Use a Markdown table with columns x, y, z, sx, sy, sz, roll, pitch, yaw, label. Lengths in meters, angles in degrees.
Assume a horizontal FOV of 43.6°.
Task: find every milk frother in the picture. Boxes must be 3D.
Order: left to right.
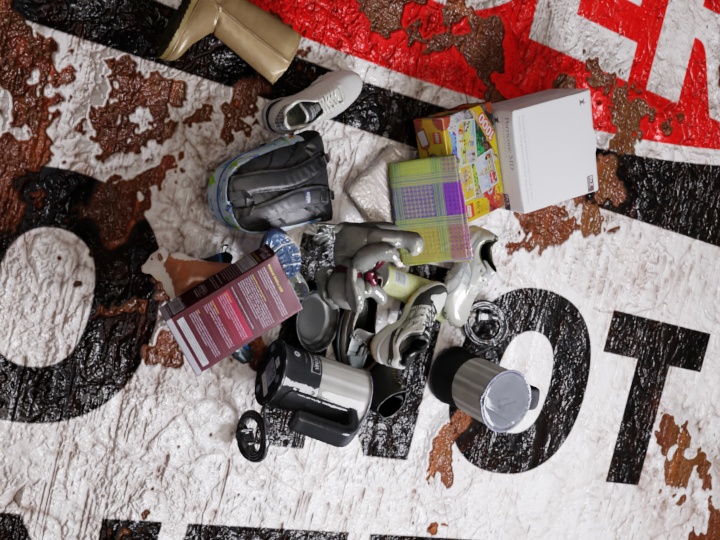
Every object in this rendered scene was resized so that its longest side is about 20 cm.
| x | y | z | sx | sy | sz | roll | pitch | yaw | label |
| --- | --- | --- | --- | --- | --- | --- | --- | --- | --- |
| -0.106 | 0.252 | 1.610 | 0.185 | 0.200 | 0.184 | 22 | 47 | -26 | milk frother |
| 0.251 | 0.180 | 1.752 | 0.177 | 0.187 | 0.205 | -12 | 105 | -26 | milk frother |

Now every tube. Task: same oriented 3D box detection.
| x | y | z | sx | sy | sz | roll | pitch | yaw | label |
| --- | --- | --- | --- | --- | --- | --- | --- | --- | --- |
| 0.108 | 0.042 | 1.738 | 0.197 | 0.053 | 0.058 | 21 | 129 | -37 | tube |

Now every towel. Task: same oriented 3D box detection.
| x | y | z | sx | sy | sz | roll | pitch | yaw | label |
| --- | --- | --- | --- | --- | --- | --- | --- | --- | --- |
| 0.066 | -0.116 | 1.688 | 0.132 | 0.034 | 0.201 | -44 | 117 | -16 | towel |
| 0.127 | -0.106 | 1.646 | 0.023 | 0.140 | 0.205 | -45 | 128 | -65 | towel |

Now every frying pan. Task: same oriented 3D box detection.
| x | y | z | sx | sy | sz | roll | pitch | yaw | label |
| --- | --- | --- | --- | --- | --- | --- | --- | --- | --- |
| -0.073 | 0.051 | 1.636 | 0.114 | 0.030 | 0.195 | 18 | 82 | -49 | frying pan |

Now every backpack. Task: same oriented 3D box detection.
| x | y | z | sx | sy | sz | roll | pitch | yaw | label |
| --- | --- | --- | --- | --- | --- | --- | --- | --- | --- |
| -0.158 | -0.135 | 1.509 | 0.199 | 0.151 | 0.167 | -31 | 120 | -43 | backpack |

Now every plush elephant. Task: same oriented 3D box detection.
| x | y | z | sx | sy | sz | roll | pitch | yaw | label |
| --- | --- | --- | --- | --- | --- | --- | --- | --- | --- |
| 0.000 | 0.000 | 1.567 | 0.196 | 0.164 | 0.159 | 1 | 100 | -26 | plush elephant |

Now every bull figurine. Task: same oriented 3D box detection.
| x | y | z | sx | sy | sz | roll | pitch | yaw | label |
| --- | --- | --- | --- | --- | --- | --- | --- | --- | --- |
| -0.256 | 0.031 | 1.456 | 0.195 | 0.065 | 0.125 | 5 | 92 | -20 | bull figurine |

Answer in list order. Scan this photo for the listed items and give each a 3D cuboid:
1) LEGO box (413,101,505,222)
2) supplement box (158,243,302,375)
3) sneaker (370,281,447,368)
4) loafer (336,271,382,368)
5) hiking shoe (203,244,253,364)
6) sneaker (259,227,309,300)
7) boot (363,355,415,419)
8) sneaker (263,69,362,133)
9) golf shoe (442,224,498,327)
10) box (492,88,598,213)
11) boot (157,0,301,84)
| x | y | z | sx | sy | sz | roll | pitch | yaw | label |
| --- | --- | --- | --- | --- | --- | --- | --- | --- | --- |
| 0.188 | -0.201 | 1.695 | 0.147 | 0.076 | 0.205 | -25 | 111 | -39 | LEGO box |
| -0.202 | 0.059 | 1.410 | 0.197 | 0.061 | 0.110 | -31 | 118 | -11 | supplement box |
| 0.111 | 0.108 | 1.678 | 0.200 | 0.087 | 0.076 | -47 | 131 | -19 | sneaker |
| 0.002 | 0.096 | 1.668 | 0.071 | 0.062 | 0.205 | -4 | 104 | -44 | loafer |
| -0.218 | 0.065 | 1.539 | 0.086 | 0.074 | 0.203 | -29 | 112 | -17 | hiking shoe |
| -0.143 | -0.019 | 1.525 | 0.076 | 0.086 | 0.201 | -21 | 150 | -9 | sneaker |
| 0.074 | 0.196 | 1.693 | 0.200 | 0.138 | 0.078 | -46 | 117 | -14 | boot |
| -0.070 | -0.287 | 1.554 | 0.198 | 0.080 | 0.078 | -32 | 112 | -22 | sneaker |
| 0.216 | 0.014 | 1.746 | 0.077 | 0.096 | 0.205 | 3 | 96 | -51 | golf shoe |
| 0.347 | -0.238 | 1.766 | 0.196 | 0.130 | 0.204 | -17 | 107 | -25 | box |
| -0.210 | -0.369 | 1.468 | 0.198 | 0.066 | 0.178 | 33 | 83 | -31 | boot |
